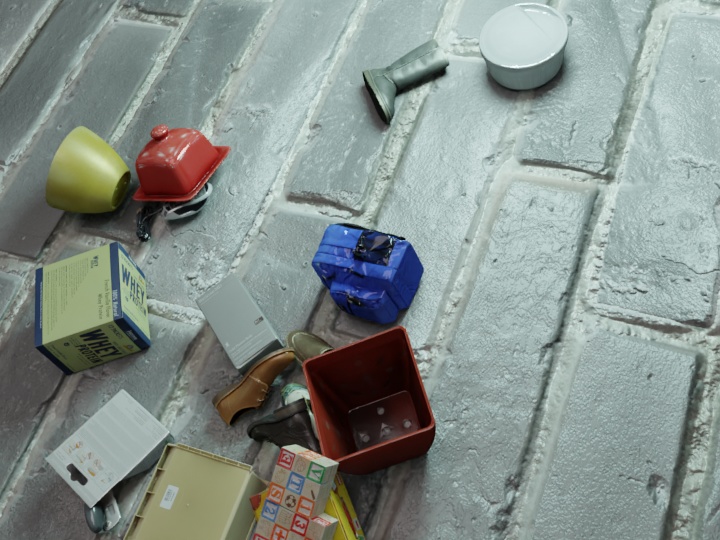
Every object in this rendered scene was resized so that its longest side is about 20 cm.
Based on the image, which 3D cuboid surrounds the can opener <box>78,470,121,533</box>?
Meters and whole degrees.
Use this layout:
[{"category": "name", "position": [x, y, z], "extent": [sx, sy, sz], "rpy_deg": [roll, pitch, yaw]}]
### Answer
[{"category": "can opener", "position": [-0.512, 0.414, 1.677], "extent": [0.052, 0.067, 0.201], "rpy_deg": [-30, 51, -4]}]

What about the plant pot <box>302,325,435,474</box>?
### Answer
[{"category": "plant pot", "position": [0.030, 0.253, 1.549], "extent": [0.196, 0.177, 0.203], "rpy_deg": [-20, 56, 4]}]

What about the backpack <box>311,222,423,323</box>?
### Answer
[{"category": "backpack", "position": [0.000, 0.000, 1.723], "extent": [0.197, 0.163, 0.170], "rpy_deg": [18, 68, 24]}]

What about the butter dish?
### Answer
[{"category": "butter dish", "position": [-0.433, -0.265, 1.993], "extent": [0.196, 0.149, 0.201], "rpy_deg": [4, 47, 32]}]

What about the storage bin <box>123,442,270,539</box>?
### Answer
[{"category": "storage bin", "position": [-0.297, 0.440, 1.579], "extent": [0.195, 0.094, 0.203], "rpy_deg": [11, 63, 22]}]

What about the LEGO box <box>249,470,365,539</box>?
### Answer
[{"category": "LEGO box", "position": [-0.080, 0.445, 1.466], "extent": [0.147, 0.077, 0.203], "rpy_deg": [-26, 76, 14]}]

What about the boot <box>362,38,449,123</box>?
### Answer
[{"category": "boot", "position": [0.116, -0.445, 2.029], "extent": [0.196, 0.073, 0.184], "rpy_deg": [-18, 58, -4]}]

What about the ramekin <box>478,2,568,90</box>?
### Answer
[{"category": "ramekin", "position": [0.371, -0.500, 1.965], "extent": [0.198, 0.095, 0.206], "rpy_deg": [-8, 57, 12]}]

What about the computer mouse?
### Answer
[{"category": "computer mouse", "position": [-0.423, -0.138, 1.999], "extent": [0.197, 0.044, 0.111], "rpy_deg": [-23, 39, 3]}]

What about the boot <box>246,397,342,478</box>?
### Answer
[{"category": "boot", "position": [-0.123, 0.340, 1.589], "extent": [0.068, 0.199, 0.177], "rpy_deg": [-18, 79, -40]}]

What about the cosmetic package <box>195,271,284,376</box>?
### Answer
[{"category": "cosmetic package", "position": [-0.242, 0.114, 1.768], "extent": [0.106, 0.091, 0.201], "rpy_deg": [-37, 60, -6]}]

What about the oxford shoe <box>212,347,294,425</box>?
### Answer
[{"category": "oxford shoe", "position": [-0.195, 0.226, 1.690], "extent": [0.199, 0.071, 0.072], "rpy_deg": [-42, 63, 11]}]

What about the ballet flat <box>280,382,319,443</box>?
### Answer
[{"category": "ballet flat", "position": [-0.093, 0.275, 1.637], "extent": [0.074, 0.075, 0.200], "rpy_deg": [-39, 57, -10]}]

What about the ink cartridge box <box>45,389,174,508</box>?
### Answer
[{"category": "ink cartridge box", "position": [-0.487, 0.351, 1.699], "extent": [0.160, 0.051, 0.200], "rpy_deg": [32, 65, 29]}]

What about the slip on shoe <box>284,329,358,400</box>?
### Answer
[{"category": "slip on shoe", "position": [-0.072, 0.170, 1.687], "extent": [0.075, 0.061, 0.199], "rpy_deg": [-30, 55, -29]}]

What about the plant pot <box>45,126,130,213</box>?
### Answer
[{"category": "plant pot", "position": [-0.624, -0.214, 2.037], "extent": [0.140, 0.201, 0.203], "rpy_deg": [23, 65, 0]}]

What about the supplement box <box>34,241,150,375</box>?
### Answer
[{"category": "supplement box", "position": [-0.571, 0.080, 1.853], "extent": [0.196, 0.135, 0.203], "rpy_deg": [-18, 56, 5]}]

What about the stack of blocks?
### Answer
[{"category": "stack of blocks", "position": [-0.099, 0.400, 1.404], "extent": [0.113, 0.058, 0.204], "rpy_deg": [17, 90, 21]}]
